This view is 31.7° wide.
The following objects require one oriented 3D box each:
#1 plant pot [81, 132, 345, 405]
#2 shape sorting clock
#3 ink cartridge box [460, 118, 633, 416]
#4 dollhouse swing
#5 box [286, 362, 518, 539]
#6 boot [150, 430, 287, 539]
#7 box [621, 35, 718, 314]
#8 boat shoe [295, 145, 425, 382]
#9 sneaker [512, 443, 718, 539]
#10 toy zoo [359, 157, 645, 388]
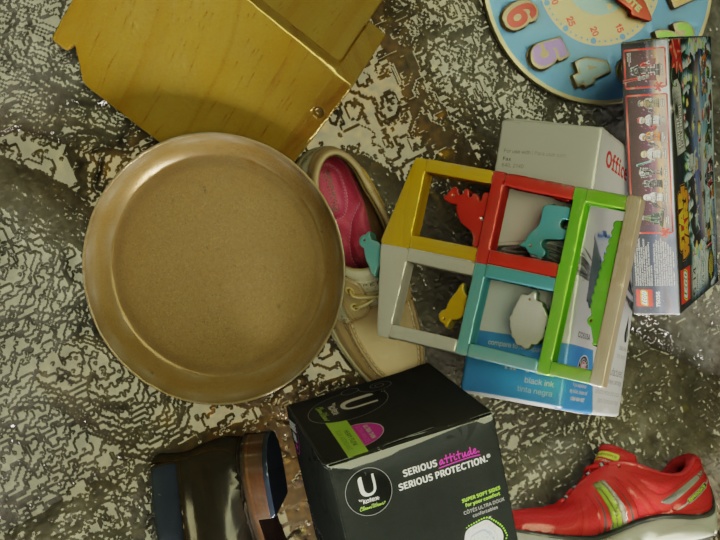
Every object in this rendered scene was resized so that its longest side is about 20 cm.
[{"bbox_3d":[-0.108,-0.002,0.947,0.196,0.027,0.204,1,99,4],"label":"plant pot"},{"bbox_3d":[0.195,-0.238,1.038,0.196,0.039,0.204,0,88,-12],"label":"shape sorting clock"},{"bbox_3d":[0.152,0.002,0.961,0.085,0.146,0.204,9,87,29],"label":"ink cartridge box"},{"bbox_3d":[-0.090,-0.205,0.978,0.199,0.177,0.182,36,123,-9],"label":"dollhouse swing"},{"bbox_3d":[0.036,0.192,0.919,0.122,0.148,0.203,-15,104,-12],"label":"box"},{"bbox_3d":[-0.101,0.223,0.958,0.095,0.075,0.204,-4,93,9],"label":"boot"},{"bbox_3d":[0.243,-0.078,0.984,0.039,0.136,0.204,0,101,29],"label":"box"},{"bbox_3d":[0.000,0.000,0.973,0.073,0.069,0.203,-24,93,-12],"label":"boat shoe"},{"bbox_3d":[0.191,0.184,1.016,0.197,0.077,0.086,-3,78,-19],"label":"sneaker"},{"bbox_3d":[0.090,-0.004,0.894,0.197,0.020,0.133,13,88,22],"label":"toy zoo"}]
